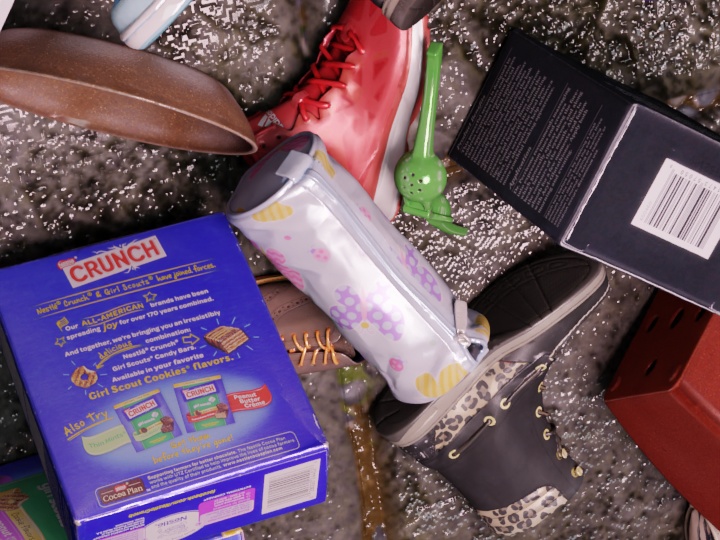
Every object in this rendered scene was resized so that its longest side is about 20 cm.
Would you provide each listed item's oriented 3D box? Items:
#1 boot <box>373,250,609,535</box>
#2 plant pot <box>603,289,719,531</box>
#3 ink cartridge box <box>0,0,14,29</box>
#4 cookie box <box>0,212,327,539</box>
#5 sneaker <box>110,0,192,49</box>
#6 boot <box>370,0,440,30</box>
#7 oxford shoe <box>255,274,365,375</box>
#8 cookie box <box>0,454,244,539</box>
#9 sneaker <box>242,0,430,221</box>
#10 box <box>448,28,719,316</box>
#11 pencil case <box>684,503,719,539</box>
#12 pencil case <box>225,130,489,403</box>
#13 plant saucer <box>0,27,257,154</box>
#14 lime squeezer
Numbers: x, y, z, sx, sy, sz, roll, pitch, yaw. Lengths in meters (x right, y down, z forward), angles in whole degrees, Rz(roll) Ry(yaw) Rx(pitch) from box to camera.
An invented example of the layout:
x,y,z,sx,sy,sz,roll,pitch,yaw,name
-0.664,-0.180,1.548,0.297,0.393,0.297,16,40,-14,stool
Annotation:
x,y,z,sx,sy,sz,roll,pitch,yaw,name
0.128,0.093,1.622,0.204,0.073,0.154,-40,121,4,boot
0.301,0.079,1.604,0.176,0.200,0.200,33,75,-11,plant pot
-0.269,-0.244,1.280,0.176,0.084,0.200,33,64,-28,ink cartridge box
-0.134,0.075,1.427,0.171,0.200,0.075,-15,147,-16,cookie box
-0.125,-0.240,1.301,0.130,0.080,0.200,33,74,-12,sneaker
0.015,-0.249,1.429,0.151,0.200,0.073,34,134,3,boot
-0.041,0.041,1.532,0.200,0.073,0.071,-24,117,-12,oxford shoe
-0.192,0.191,1.476,0.200,0.171,0.075,-15,119,-16,cookie box
-0.023,-0.122,1.478,0.115,0.078,0.200,-3,109,-22,sneaker
0.177,-0.070,1.505,0.148,0.200,0.107,22,101,-26,box
0.357,0.208,1.751,0.200,0.078,0.090,-11,101,-18,pencil case
0.000,0.000,1.455,0.083,0.091,0.200,-47,110,-10,pencil case
-0.158,-0.115,1.367,0.200,0.200,0.037,16,83,-26,plant saucer
0.046,-0.063,1.496,0.038,0.071,0.200,0,143,10,lime squeezer
